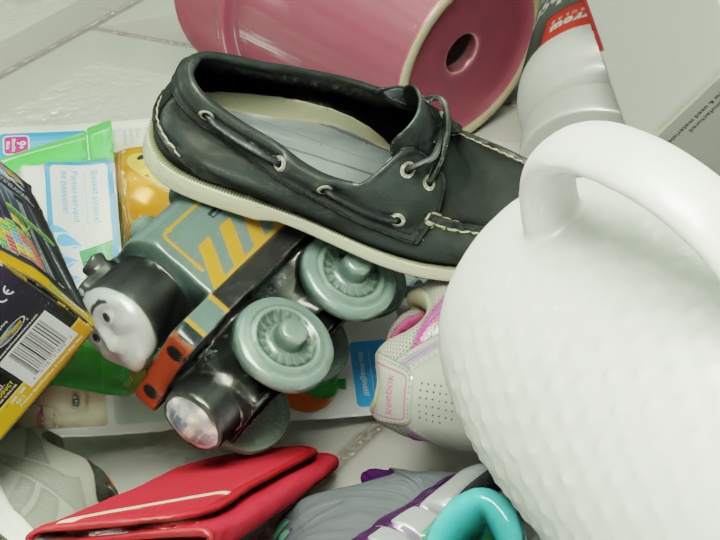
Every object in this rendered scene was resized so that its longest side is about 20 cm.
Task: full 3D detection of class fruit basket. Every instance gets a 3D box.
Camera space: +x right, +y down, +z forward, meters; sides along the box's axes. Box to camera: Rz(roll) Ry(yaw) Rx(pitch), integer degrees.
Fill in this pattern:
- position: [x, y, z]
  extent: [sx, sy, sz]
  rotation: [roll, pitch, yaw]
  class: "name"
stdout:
- position: [-0.084, -0.007, 0.895]
  extent: [0.199, 0.094, 0.186]
  rotation: [-6, 60, -4]
  class: "fruit basket"

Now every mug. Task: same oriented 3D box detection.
- position: [0.110, 0.030, 0.619]
  extent: [0.147, 0.200, 0.175]
  rotation: [-39, 50, -16]
  class: "mug"

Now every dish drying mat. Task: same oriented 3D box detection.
- position: [-0.066, 0.094, 0.742]
  extent: [0.076, 0.018, 0.200]
  rotation: [-6, 1, 12]
  class: "dish drying mat"

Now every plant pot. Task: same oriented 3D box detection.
- position: [0.010, -0.177, 1.148]
  extent: [0.200, 0.201, 0.179]
  rotation: [-28, 52, -34]
  class: "plant pot"

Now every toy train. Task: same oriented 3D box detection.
- position: [-0.041, -0.005, 0.820]
  extent: [0.114, 0.085, 0.200]
  rotation: [40, 50, 4]
  class: "toy train"

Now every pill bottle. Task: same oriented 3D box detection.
- position: [0.154, -0.119, 1.050]
  extent: [0.115, 0.116, 0.201]
  rotation: [3, 43, 15]
  class: "pill bottle"

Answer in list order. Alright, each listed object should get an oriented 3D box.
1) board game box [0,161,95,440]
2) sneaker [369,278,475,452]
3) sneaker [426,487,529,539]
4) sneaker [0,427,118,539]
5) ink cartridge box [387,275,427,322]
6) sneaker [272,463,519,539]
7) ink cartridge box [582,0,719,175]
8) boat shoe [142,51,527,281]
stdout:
- position: [-0.212, 0.051, 0.781]
  extent: [0.200, 0.057, 0.165]
  rotation: [-49, 31, 5]
  class: "board game box"
- position: [0.060, 0.030, 0.824]
  extent: [0.088, 0.082, 0.200]
  rotation: [8, 11, 17]
  class: "sneaker"
- position: [0.016, 0.162, 0.626]
  extent: [0.077, 0.080, 0.200]
  rotation: [7, 45, 19]
  class: "sneaker"
- position: [-0.126, 0.117, 0.755]
  extent: [0.079, 0.074, 0.200]
  rotation: [-16, 30, -26]
  class: "sneaker"
- position: [0.000, 0.000, 0.970]
  extent: [0.199, 0.039, 0.099]
  rotation: [11, 34, 29]
  class: "ink cartridge box"
- position: [-0.019, 0.134, 0.718]
  extent: [0.087, 0.075, 0.200]
  rotation: [4, 18, 38]
  class: "sneaker"
- position: [0.224, -0.118, 0.955]
  extent: [0.199, 0.084, 0.145]
  rotation: [13, 49, -34]
  class: "ink cartridge box"
- position: [0.007, -0.053, 0.780]
  extent: [0.198, 0.066, 0.075]
  rotation: [18, 48, -2]
  class: "boat shoe"
